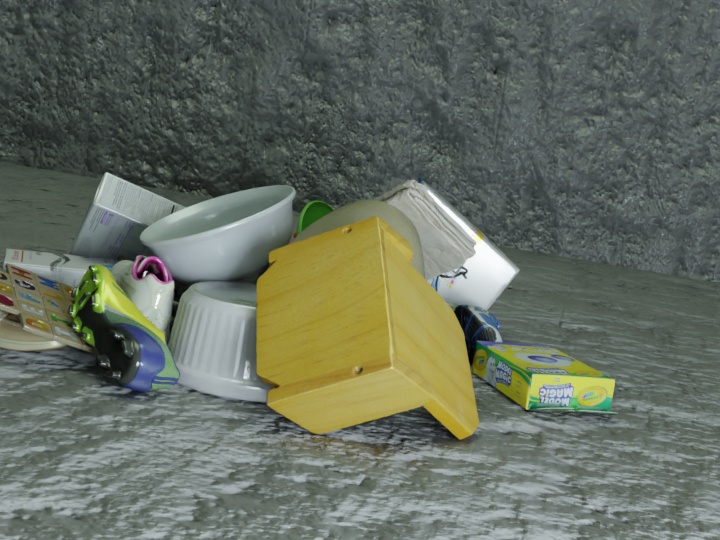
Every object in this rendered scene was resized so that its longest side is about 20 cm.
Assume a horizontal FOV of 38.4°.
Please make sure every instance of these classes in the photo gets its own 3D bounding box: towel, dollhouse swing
[{"bbox_3d":[0.049,-0.039,1.327,0.132,0.035,0.199,44,-37,-19],"label":"towel"},{"bbox_3d":[0.008,0.085,1.063,0.178,0.177,0.202,-17,45,11],"label":"dollhouse swing"}]

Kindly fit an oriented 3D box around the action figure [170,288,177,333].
[{"bbox_3d":[-0.197,0.054,1.320,0.127,0.071,0.200,14,11,1],"label":"action figure"}]

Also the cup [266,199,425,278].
[{"bbox_3d":[0.000,0.000,1.255,0.197,0.202,0.145,11,52,23],"label":"cup"}]

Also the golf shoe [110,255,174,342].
[{"bbox_3d":[-0.253,0.018,1.217,0.074,0.093,0.200,14,15,-27],"label":"golf shoe"}]

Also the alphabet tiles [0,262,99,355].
[{"bbox_3d":[-0.325,0.048,1.154,0.198,0.006,0.166,24,12,-32],"label":"alphabet tiles"}]

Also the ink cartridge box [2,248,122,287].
[{"bbox_3d":[-0.406,0.018,1.346,0.196,0.068,0.116,6,8,-19],"label":"ink cartridge box"}]

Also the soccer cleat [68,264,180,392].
[{"bbox_3d":[-0.251,0.063,1.096,0.083,0.065,0.200,23,16,-40],"label":"soccer cleat"}]

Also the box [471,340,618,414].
[{"bbox_3d":[0.226,0.133,1.273,0.115,0.049,0.200,5,10,-18],"label":"box"}]

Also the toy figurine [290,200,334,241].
[{"bbox_3d":[-0.112,-0.011,1.615,0.181,0.154,0.199,-13,-9,29],"label":"toy figurine"}]

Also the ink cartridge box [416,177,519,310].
[{"bbox_3d":[0.125,-0.021,1.621,0.199,0.145,0.147,41,7,-5],"label":"ink cartridge box"}]

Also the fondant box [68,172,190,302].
[{"bbox_3d":[-0.289,-0.037,1.434,0.197,0.059,0.144,25,-38,-17],"label":"fondant box"}]

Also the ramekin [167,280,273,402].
[{"bbox_3d":[-0.119,0.073,1.151,0.198,0.096,0.202,8,7,-1],"label":"ramekin"}]

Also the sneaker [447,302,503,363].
[{"bbox_3d":[0.167,0.082,1.462,0.075,0.077,0.200,2,10,-13],"label":"sneaker"}]

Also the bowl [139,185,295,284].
[{"bbox_3d":[-0.162,-0.030,1.265,0.197,0.092,0.201,-15,15,4],"label":"bowl"}]

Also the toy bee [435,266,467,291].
[{"bbox_3d":[0.072,0.075,1.407,0.128,0.111,0.200,-2,-16,-10],"label":"toy bee"}]

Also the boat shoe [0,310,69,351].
[{"bbox_3d":[-0.404,0.044,1.162,0.196,0.066,0.072,13,9,25],"label":"boat shoe"}]
